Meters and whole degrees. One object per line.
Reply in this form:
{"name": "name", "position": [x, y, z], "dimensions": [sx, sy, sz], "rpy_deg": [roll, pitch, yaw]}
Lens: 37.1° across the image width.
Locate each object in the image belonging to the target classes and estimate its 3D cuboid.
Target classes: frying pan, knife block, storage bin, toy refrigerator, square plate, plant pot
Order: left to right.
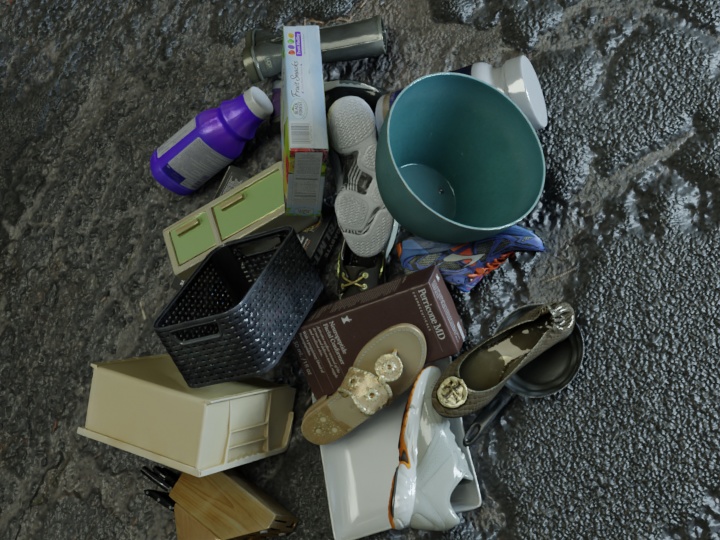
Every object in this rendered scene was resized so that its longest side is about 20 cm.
{"name": "storage bin", "position": [-0.217, 0.178, 1.385], "dimensions": [0.200, 0.198, 0.094], "rpy_deg": [12, 96, 30]}
{"name": "knife block", "position": [-0.192, 0.277, 1.412], "dimensions": [0.200, 0.064, 0.176], "rpy_deg": [-19, 67, 21]}
{"name": "toy refrigerator", "position": [-0.165, -0.062, 1.451], "dimensions": [0.200, 0.070, 0.076], "rpy_deg": [-28, 63, 16]}
{"name": "storage bin", "position": [-0.147, 0.043, 1.328], "dimensions": [0.135, 0.094, 0.200], "rpy_deg": [-14, 26, 29]}
{"name": "square plate", "position": [0.043, 0.219, 1.332], "dimensions": [0.198, 0.028, 0.201], "rpy_deg": [-19, 66, 20]}
{"name": "plant pot", "position": [0.098, -0.113, 1.269], "dimensions": [0.135, 0.200, 0.201], "rpy_deg": [135, 133, -59]}
{"name": "frying pan", "position": [0.201, 0.132, 1.276], "dimensions": [0.115, 0.031, 0.191], "rpy_deg": [11, 79, 27]}

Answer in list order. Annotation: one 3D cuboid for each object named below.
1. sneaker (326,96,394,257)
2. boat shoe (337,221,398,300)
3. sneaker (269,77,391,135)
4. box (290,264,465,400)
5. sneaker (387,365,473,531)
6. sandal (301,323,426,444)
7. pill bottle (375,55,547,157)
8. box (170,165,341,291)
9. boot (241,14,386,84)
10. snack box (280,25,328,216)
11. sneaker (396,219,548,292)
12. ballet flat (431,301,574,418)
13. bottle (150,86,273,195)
{"name": "sneaker", "position": [-0.001, -0.120, 1.373], "dimensions": [0.075, 0.115, 0.201], "rpy_deg": [-9, 96, 0]}
{"name": "boat shoe", "position": [0.000, 0.000, 1.406], "dimensions": [0.072, 0.061, 0.202], "rpy_deg": [2, 74, 28]}
{"name": "sneaker", "position": [-0.041, -0.217, 1.501], "dimensions": [0.200, 0.076, 0.088], "rpy_deg": [7, 86, 36]}
{"name": "box", "position": [0.019, 0.078, 1.329], "dimensions": [0.200, 0.075, 0.100], "rpy_deg": [-21, 102, 17]}
{"name": "sneaker", "position": [0.090, 0.213, 1.264], "dimensions": [0.092, 0.076, 0.201], "rpy_deg": [11, 67, 0]}
{"name": "sandal", "position": [0.003, 0.156, 1.285], "dimensions": [0.212, 0.078, 0.070], "rpy_deg": [-44, 17, 27]}
{"name": "pill bottle", "position": [0.129, -0.198, 1.373], "dimensions": [0.199, 0.116, 0.116], "rpy_deg": [-16, 67, 21]}
{"name": "box", "position": [-0.142, -0.025, 1.494], "dimensions": [0.198, 0.050, 0.200], "rpy_deg": [23, 85, 30]}
{"name": "boot", "position": [-0.063, -0.326, 1.530], "dimensions": [0.199, 0.073, 0.182], "rpy_deg": [-18, 28, 6]}
{"name": "snack box", "position": [-0.074, -0.189, 1.365], "dimensions": [0.053, 0.142, 0.201], "rpy_deg": [0, 59, -7]}
{"name": "sneaker", "position": [0.142, -0.013, 1.341], "dimensions": [0.200, 0.075, 0.079], "rpy_deg": [-12, 80, 31]}
{"name": "ballet flat", "position": [0.165, 0.099, 1.243], "dimensions": [0.200, 0.046, 0.067], "rpy_deg": [-34, 66, -4]}
{"name": "bottle", "position": [-0.212, -0.189, 1.547], "dimensions": [0.200, 0.083, 0.065], "rpy_deg": [-35, 47, 25]}
